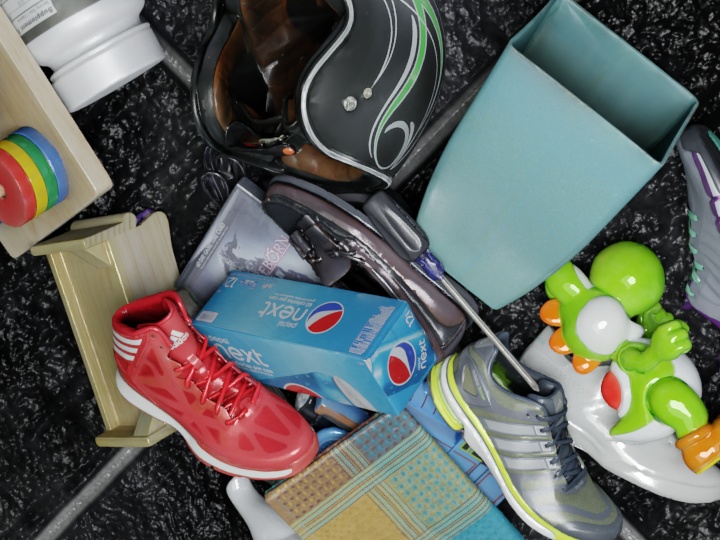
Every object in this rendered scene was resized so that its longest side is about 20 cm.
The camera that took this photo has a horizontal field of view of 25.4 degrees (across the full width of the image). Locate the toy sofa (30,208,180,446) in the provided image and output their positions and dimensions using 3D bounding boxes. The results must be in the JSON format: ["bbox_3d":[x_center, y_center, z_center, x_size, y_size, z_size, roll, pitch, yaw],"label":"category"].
[{"bbox_3d":[-0.206,0.050,1.423,0.082,0.097,0.202,-6,106,43],"label":"toy sofa"}]

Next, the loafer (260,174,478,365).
[{"bbox_3d":[0.000,0.000,1.274,0.199,0.072,0.063,34,68,-2],"label":"loafer"}]

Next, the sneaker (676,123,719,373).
[{"bbox_3d":[0.277,-0.012,1.256,0.087,0.074,0.202,-23,99,26],"label":"sneaker"}]

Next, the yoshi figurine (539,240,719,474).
[{"bbox_3d":[0.234,0.055,1.260,0.200,0.112,0.113,49,138,11],"label":"yoshi figurine"}]

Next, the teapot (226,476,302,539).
[{"bbox_3d":[-0.057,0.314,1.414,0.197,0.202,0.145,35,162,-34],"label":"teapot"}]

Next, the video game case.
[{"bbox_3d":[-0.051,0.027,1.363,0.199,0.019,0.143,36,132,-2],"label":"video game case"}]

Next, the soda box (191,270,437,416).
[{"bbox_3d":[-0.039,0.056,1.281,0.199,0.064,0.068,10,142,42],"label":"soda box"}]

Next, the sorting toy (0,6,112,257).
[{"bbox_3d":[-0.327,-0.112,1.357,0.198,0.069,0.201,-26,98,53],"label":"sorting toy"}]

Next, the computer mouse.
[{"bbox_3d":[-0.033,-0.048,1.346,0.198,0.053,0.140,11,127,20],"label":"computer mouse"}]

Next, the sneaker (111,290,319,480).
[{"bbox_3d":[-0.127,0.090,1.285,0.198,0.079,0.116,21,147,22],"label":"sneaker"}]

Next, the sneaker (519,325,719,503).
[{"bbox_3d":[0.220,0.117,1.316,0.199,0.075,0.089,28,100,8],"label":"sneaker"}]

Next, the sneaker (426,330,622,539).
[{"bbox_3d":[0.141,0.135,1.273,0.200,0.074,0.081,47,130,2],"label":"sneaker"}]

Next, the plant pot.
[{"bbox_3d":[0.138,-0.079,1.244,0.141,0.141,0.201,37,124,3],"label":"plant pot"}]

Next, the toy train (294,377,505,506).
[{"bbox_3d":[0.044,0.136,1.342,0.199,0.087,0.114,32,121,-15],"label":"toy train"}]

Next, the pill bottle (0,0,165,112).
[{"bbox_3d":[-0.249,-0.242,1.321,0.113,0.114,0.201,-26,98,22],"label":"pill bottle"}]

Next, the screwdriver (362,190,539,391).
[{"bbox_3d":[0.072,0.018,1.246,0.028,0.029,0.200,-41,95,-6],"label":"screwdriver"}]

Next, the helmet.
[{"bbox_3d":[-0.027,-0.173,1.231,0.198,0.200,0.193,11,83,13],"label":"helmet"}]

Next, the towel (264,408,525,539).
[{"bbox_3d":[0.035,0.212,1.322,0.146,0.022,0.200,-36,112,13],"label":"towel"}]

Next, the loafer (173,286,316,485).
[{"bbox_3d":[-0.105,0.093,1.400,0.072,0.063,0.201,3,127,61],"label":"loafer"}]
